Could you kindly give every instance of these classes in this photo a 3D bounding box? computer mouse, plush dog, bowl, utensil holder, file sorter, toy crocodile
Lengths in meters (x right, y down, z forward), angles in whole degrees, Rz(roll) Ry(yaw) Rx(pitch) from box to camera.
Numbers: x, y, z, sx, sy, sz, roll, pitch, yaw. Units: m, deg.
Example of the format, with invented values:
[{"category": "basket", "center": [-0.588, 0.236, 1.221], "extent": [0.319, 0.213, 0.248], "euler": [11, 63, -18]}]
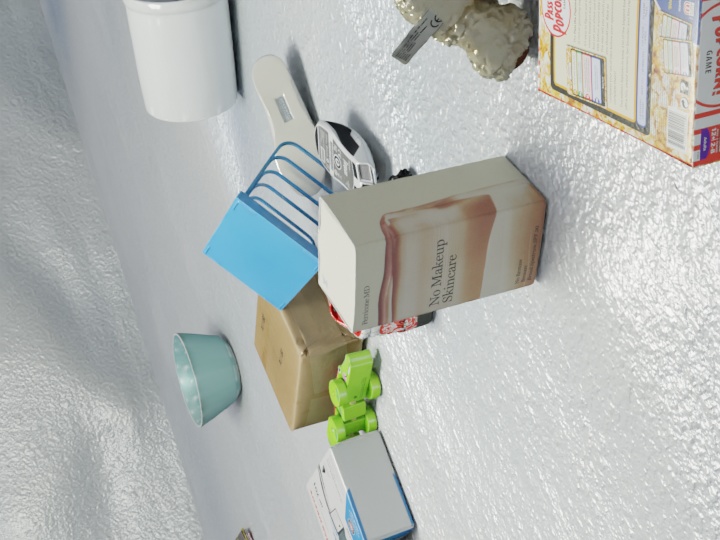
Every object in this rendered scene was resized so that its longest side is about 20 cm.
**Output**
[{"category": "computer mouse", "center": [0.006, -0.124, 1.402], "extent": [0.201, 0.043, 0.111], "euler": [51, 154, 39]}, {"category": "plush dog", "center": [0.071, -0.282, 1.000], "extent": [0.173, 0.157, 0.203], "euler": [-93, 2, -56]}, {"category": "bowl", "center": [-0.319, 0.219, 2.416], "extent": [0.200, 0.103, 0.205], "euler": [166, 90, -70]}, {"category": "utensil holder", "center": [-0.284, -0.363, 1.838], "extent": [0.170, 0.167, 0.203], "euler": [-132, 31, -51]}, {"category": "file sorter", "center": [-0.106, -0.062, 1.538], "extent": [0.138, 0.124, 0.200], "euler": [36, 153, -6]}, {"category": "toy crocodile", "center": [-0.015, 0.183, 1.625], "extent": [0.202, 0.066, 0.062], "euler": [95, 152, -44]}]

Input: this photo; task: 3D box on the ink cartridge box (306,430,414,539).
[{"category": "ink cartridge box", "center": [-0.005, 0.344, 1.686], "extent": [0.201, 0.084, 0.148], "euler": [119, 133, -60]}]

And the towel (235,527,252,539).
[{"category": "towel", "center": [-0.252, 0.713, 2.695], "extent": [0.144, 0.022, 0.203], "euler": [125, 128, -64]}]

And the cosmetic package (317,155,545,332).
[{"category": "cosmetic package", "center": [0.065, -0.027, 1.073], "extent": [0.088, 0.197, 0.105], "euler": [-126, 28, -46]}]

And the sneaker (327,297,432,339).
[{"category": "sneaker", "center": [0.000, 0.000, 1.400], "extent": [0.068, 0.106, 0.203], "euler": [97, 151, -45]}]

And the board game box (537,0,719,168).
[{"category": "board game box", "center": [0.198, -0.181, 0.832], "extent": [0.200, 0.046, 0.154], "euler": [-135, 36, -55]}]

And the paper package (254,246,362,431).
[{"category": "paper package", "center": [-0.081, 0.102, 1.699], "extent": [0.202, 0.102, 0.192], "euler": [98, 151, -48]}]

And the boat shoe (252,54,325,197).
[{"category": "boat shoe", "center": [-0.099, -0.201, 1.603], "extent": [0.203, 0.071, 0.069], "euler": [64, -172, 0]}]
